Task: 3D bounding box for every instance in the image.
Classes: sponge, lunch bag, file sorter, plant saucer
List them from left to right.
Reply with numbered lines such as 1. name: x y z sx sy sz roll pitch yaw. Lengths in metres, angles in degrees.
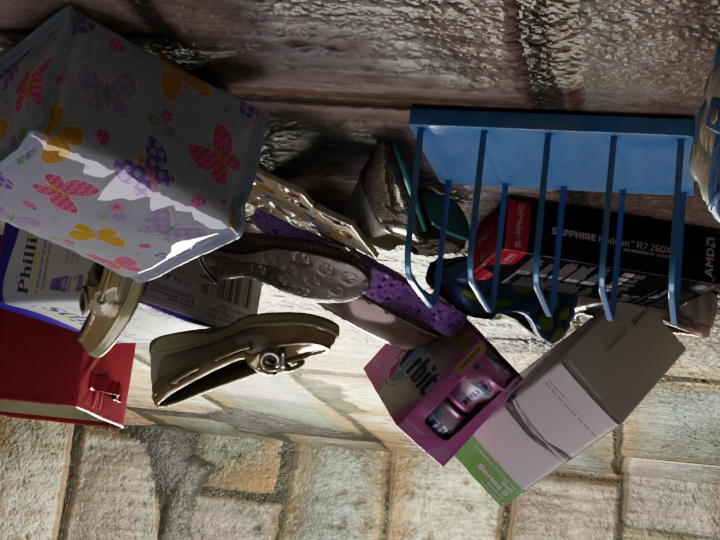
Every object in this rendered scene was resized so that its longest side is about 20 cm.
1. lunch bag: -0.190 -0.078 1.043 0.169 0.128 0.200 25 150 -29
2. plant saucer: -0.014 0.023 1.423 0.200 0.032 0.200 32 -177 -2
3. sponge: 0.000 0.000 1.374 0.200 0.030 0.111 27 -175 -43
4. file sorter: 0.138 -0.035 1.090 0.199 0.123 0.139 4 166 14

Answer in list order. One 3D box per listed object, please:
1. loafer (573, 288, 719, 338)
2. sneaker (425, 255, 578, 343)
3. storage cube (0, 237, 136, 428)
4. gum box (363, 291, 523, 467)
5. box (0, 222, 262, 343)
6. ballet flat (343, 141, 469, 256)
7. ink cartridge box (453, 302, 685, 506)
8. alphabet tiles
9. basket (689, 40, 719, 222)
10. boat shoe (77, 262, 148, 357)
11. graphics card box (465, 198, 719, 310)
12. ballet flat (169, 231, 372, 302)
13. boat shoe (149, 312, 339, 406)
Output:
1. loafer: 0.275 0.044 1.484 0.072 0.063 0.200 13 166 -28
2. sneaker: 0.144 0.020 1.480 0.199 0.071 0.083 17 -177 -41
3. storage cube: -0.358 0.072 1.687 0.199 0.181 0.171 3 167 11
4. gum box: 0.078 0.103 1.468 0.066 0.114 0.200 42 -177 -16
5. box: -0.231 0.005 1.497 0.199 0.106 0.184 -2 164 36
6. ballet flat: 0.030 -0.045 1.207 0.075 0.068 0.200 -22 161 14
7. ink cartridge box: 0.198 0.123 1.444 0.084 0.145 0.200 48 138 3
8. alphabet tiles: -0.080 -0.065 1.179 0.199 0.006 0.166 26 172 18
9. basket: 0.266 -0.068 0.794 0.175 0.140 0.200 9 -163 -12
10. boat shoe: -0.209 -0.013 1.299 0.063 0.073 0.201 24 122 -11
11. graphics card box: 0.205 -0.012 1.314 0.199 0.051 0.125 10 166 -7
12. ballet flat: -0.077 -0.012 1.265 0.199 0.046 0.068 4 137 29
13. boat shoe: -0.111 0.085 1.413 0.200 0.064 0.073 -10 159 21
